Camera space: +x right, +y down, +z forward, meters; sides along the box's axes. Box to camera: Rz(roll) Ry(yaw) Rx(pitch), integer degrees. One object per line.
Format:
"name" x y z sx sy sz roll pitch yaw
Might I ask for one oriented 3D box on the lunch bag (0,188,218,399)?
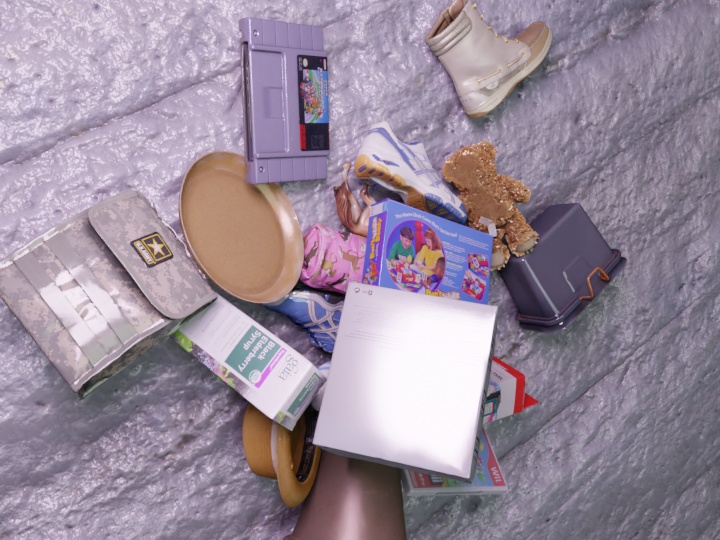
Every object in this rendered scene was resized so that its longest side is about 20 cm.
"lunch bag" -0.281 0.019 0.799 0.199 0.118 0.165 -38 89 -23

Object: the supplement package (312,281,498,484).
"supplement package" 0.065 0.144 0.888 0.147 0.188 0.203 61 40 -68

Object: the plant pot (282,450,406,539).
"plant pot" -0.010 0.354 1.029 0.198 0.199 0.178 17 72 -32

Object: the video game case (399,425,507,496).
"video game case" 0.135 0.287 1.125 0.198 0.144 0.017 11 135 -32

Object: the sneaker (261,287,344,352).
"sneaker" -0.052 0.072 0.995 0.198 0.075 0.078 20 85 -31

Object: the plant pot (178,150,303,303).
"plant pot" -0.151 -0.052 0.890 0.199 0.027 0.203 27 52 -41

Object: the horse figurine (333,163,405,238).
"horse figurine" 0.038 -0.092 1.034 0.197 0.050 0.135 -6 97 -32

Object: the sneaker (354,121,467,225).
"sneaker" 0.085 -0.135 0.997 0.199 0.075 0.089 31 65 -32

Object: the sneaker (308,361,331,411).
"sneaker" -0.002 0.167 1.014 0.199 0.072 0.073 8 81 -52

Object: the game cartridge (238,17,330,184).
"game cartridge" -0.095 -0.218 0.921 0.128 0.038 0.204 -10 103 -40

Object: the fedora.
"fedora" -0.109 0.217 0.965 0.080 0.201 0.204 -2 105 13

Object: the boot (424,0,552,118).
"boot" 0.196 -0.352 1.067 0.200 0.072 0.155 -47 116 -14

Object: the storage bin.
"storage bin" 0.329 -0.013 1.180 0.200 0.145 0.135 -42 107 -17

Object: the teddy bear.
"teddy bear" 0.197 -0.099 1.101 0.200 0.067 0.145 45 106 -7

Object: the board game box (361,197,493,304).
"board game box" 0.099 -0.007 1.003 0.198 0.045 0.137 16 74 -31

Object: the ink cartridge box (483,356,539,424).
"ink cartridge box" 0.180 0.187 1.130 0.197 0.116 0.068 -11 113 -29

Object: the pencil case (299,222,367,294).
"pencil case" 0.000 0.000 1.011 0.198 0.087 0.083 19 123 -32

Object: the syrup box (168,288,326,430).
"syrup box" -0.144 0.103 0.873 0.079 0.199 0.082 -52 157 -11
